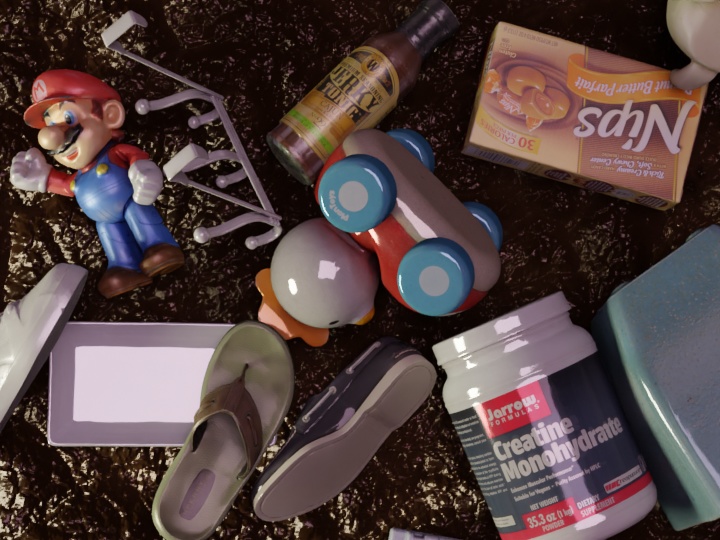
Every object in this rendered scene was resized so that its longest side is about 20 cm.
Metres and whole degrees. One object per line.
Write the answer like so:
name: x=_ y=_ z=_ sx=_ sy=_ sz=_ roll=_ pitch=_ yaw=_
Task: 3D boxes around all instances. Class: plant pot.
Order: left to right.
plant pot: x=0.306 y=0.079 z=1.337 sx=0.195 sy=0.196 sz=0.201 roll=-33 pitch=80 yaw=-7

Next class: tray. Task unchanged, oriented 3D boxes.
tray: x=-0.172 y=0.100 z=1.370 sx=0.198 sy=0.022 sz=0.108 roll=1 pitch=83 yaw=-5

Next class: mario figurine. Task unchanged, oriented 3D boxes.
mario figurine: x=-0.235 y=-0.077 z=1.340 sx=0.123 sy=0.106 sz=0.201 roll=-26 pitch=86 yaw=-4

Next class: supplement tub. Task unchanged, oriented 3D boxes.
supplement tub: x=0.155 y=0.133 z=1.337 sx=0.140 sy=0.140 sz=0.201 roll=-23 pitch=87 yaw=-7

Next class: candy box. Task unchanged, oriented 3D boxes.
candy box: x=0.201 y=-0.138 z=1.410 sx=0.199 sy=0.055 sz=0.116 roll=16 pitch=83 yaw=-4

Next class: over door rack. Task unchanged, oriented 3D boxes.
over door rack: x=-0.146 y=-0.105 z=1.291 sx=0.066 sy=0.200 sz=0.148 roll=-31 pitch=67 yaw=7

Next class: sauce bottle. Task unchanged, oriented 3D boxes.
sauce bottle: x=0.004 y=-0.164 z=1.392 sx=0.065 sy=0.065 sz=0.200 roll=44 pitch=82 yaw=0

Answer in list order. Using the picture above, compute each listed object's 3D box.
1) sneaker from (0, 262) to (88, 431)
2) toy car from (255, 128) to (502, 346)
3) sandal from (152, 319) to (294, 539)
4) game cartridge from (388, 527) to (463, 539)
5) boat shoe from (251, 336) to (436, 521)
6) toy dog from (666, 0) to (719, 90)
sneaker: x=-0.323 y=0.057 z=1.322 sx=0.115 sy=0.074 sz=0.201 roll=34 pitch=97 yaw=0
toy car: x=0.000 y=0.000 z=1.345 sx=0.177 sy=0.184 sz=0.200 roll=46 pitch=110 yaw=0
sandal: x=-0.112 y=0.141 z=1.331 sx=0.079 sy=0.057 sz=0.202 roll=23 pitch=83 yaw=-3
game cartridge: x=0.112 y=0.307 z=1.369 sx=0.199 sy=0.042 sz=0.134 roll=11 pitch=88 yaw=-4
boat shoe: x=-0.023 y=0.137 z=1.373 sx=0.200 sy=0.073 sz=0.063 roll=-43 pitch=46 yaw=-2
toy dog: x=0.327 y=-0.269 z=1.373 sx=0.139 sy=0.201 sz=0.195 roll=10 pitch=128 yaw=-6
